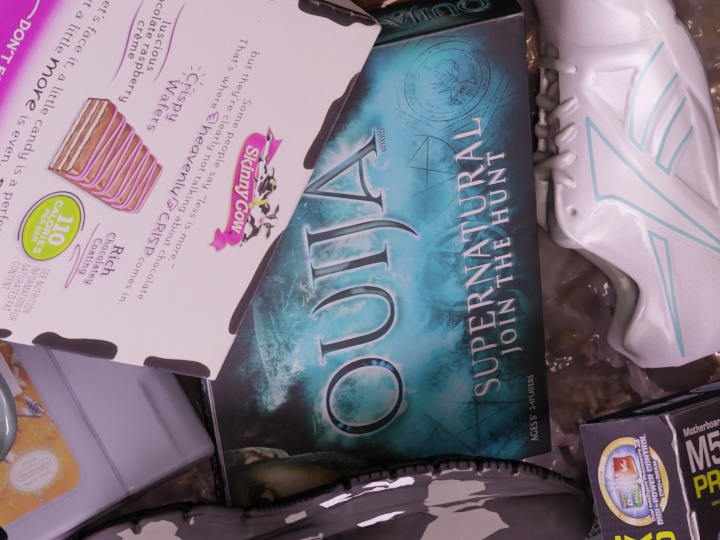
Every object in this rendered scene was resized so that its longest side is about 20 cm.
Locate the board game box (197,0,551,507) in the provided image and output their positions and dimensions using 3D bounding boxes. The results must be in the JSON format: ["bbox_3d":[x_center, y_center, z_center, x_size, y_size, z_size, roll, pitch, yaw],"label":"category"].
[{"bbox_3d":[0.000,0.000,0.958,0.134,0.028,0.201,-14,125,-10],"label":"board game box"}]

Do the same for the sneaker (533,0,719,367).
[{"bbox_3d":[0.097,-0.052,0.988,0.080,0.070,0.201,-27,103,-1],"label":"sneaker"}]

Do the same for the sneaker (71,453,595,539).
[{"bbox_3d":[-0.009,0.119,0.951,0.198,0.076,0.092,-12,85,-1],"label":"sneaker"}]

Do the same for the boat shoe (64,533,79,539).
[{"bbox_3d":[-0.202,0.106,0.966,0.198,0.065,0.074,-1,99,-9],"label":"boat shoe"}]

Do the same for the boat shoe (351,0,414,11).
[{"bbox_3d":[-0.027,-0.091,0.956,0.072,0.072,0.200,41,91,-20],"label":"boat shoe"}]

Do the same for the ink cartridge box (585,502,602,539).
[{"bbox_3d":[0.089,0.210,1.020,0.174,0.084,0.201,-23,102,-3],"label":"ink cartridge box"}]

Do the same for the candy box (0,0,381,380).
[{"bbox_3d":[-0.106,-0.051,0.805,0.199,0.061,0.137,14,109,-41],"label":"candy box"}]

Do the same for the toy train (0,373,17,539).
[{"bbox_3d":[-0.200,0.032,0.852,0.114,0.085,0.200,-37,91,34],"label":"toy train"}]

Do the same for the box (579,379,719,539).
[{"bbox_3d":[0.175,0.114,0.971,0.199,0.044,0.162,-13,91,-45],"label":"box"}]

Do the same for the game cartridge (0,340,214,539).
[{"bbox_3d":[-0.168,0.055,0.938,0.199,0.042,0.134,-28,87,-21],"label":"game cartridge"}]
